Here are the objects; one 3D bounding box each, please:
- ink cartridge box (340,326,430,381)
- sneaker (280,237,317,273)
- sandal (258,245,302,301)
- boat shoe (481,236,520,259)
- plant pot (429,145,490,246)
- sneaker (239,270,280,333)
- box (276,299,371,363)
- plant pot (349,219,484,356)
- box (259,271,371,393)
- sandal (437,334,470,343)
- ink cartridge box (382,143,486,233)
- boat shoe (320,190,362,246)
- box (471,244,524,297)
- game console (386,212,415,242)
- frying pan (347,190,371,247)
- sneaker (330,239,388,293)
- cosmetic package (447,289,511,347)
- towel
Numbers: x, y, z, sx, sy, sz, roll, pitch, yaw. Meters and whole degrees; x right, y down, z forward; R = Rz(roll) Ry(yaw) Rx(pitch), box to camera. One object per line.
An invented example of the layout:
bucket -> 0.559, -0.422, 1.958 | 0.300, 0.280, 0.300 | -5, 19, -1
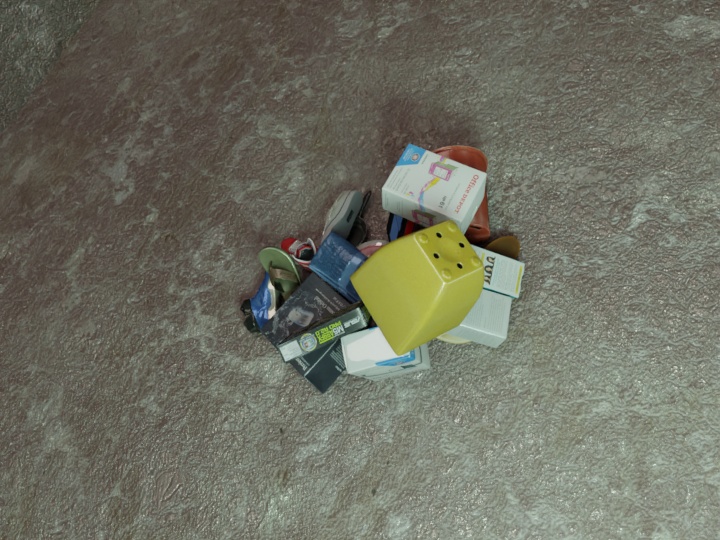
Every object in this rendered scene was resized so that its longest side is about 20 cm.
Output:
ink cartridge box -> 0.061, 0.180, 1.461 | 0.144, 0.200, 0.088 | -16, 70, 15
sneaker -> -0.162, -0.053, 1.765 | 0.199, 0.113, 0.071 | 35, 77, 36
sandal -> -0.193, 0.027, 1.699 | 0.079, 0.057, 0.203 | -30, 93, 19
boat shoe -> 0.286, -0.016, 1.558 | 0.198, 0.070, 0.071 | -31, 95, -19
plant pot -> 0.229, -0.162, 1.615 | 0.197, 0.201, 0.199 | -14, 64, 16
sneaker -> -0.269, 0.070, 1.763 | 0.109, 0.077, 0.203 | -10, 63, 7
box -> -0.072, 0.129, 1.448 | 0.197, 0.160, 0.045 | -25, 91, 7
plant pot -> 0.132, 0.014, 1.315 | 0.192, 0.200, 0.197 | -21, 71, -35
box -> -0.103, 0.149, 1.615 | 0.200, 0.118, 0.196 | -47, 53, -7
sandal -> 0.182, 0.116, 1.533 | 0.208, 0.070, 0.079 | 5, 63, 27
ink cartridge box -> 0.166, -0.176, 1.481 | 0.197, 0.085, 0.146 | 24, 65, 15
boat shoe -> -0.064, -0.134, 1.763 | 0.065, 0.072, 0.203 | 10, 64, 35
box -> 0.270, -0.003, 1.487 | 0.049, 0.197, 0.084 | -10, 64, 68
game console -> 0.097, -0.126, 1.633 | 0.030, 0.179, 0.201 | 10, 32, -11
frying pan -> -0.029, -0.128, 1.801 | 0.113, 0.031, 0.193 | -6, 56, 21
sneaker -> 0.000, 0.000, 1.670 | 0.198, 0.075, 0.107 | -22, 60, 32
cosmetic package -> 0.227, 0.090, 1.472 | 0.196, 0.071, 0.103 | 17, 64, -3
towel -> -0.029, 0.000, 1.615 | 0.199, 0.048, 0.113 | 38, 100, 24
